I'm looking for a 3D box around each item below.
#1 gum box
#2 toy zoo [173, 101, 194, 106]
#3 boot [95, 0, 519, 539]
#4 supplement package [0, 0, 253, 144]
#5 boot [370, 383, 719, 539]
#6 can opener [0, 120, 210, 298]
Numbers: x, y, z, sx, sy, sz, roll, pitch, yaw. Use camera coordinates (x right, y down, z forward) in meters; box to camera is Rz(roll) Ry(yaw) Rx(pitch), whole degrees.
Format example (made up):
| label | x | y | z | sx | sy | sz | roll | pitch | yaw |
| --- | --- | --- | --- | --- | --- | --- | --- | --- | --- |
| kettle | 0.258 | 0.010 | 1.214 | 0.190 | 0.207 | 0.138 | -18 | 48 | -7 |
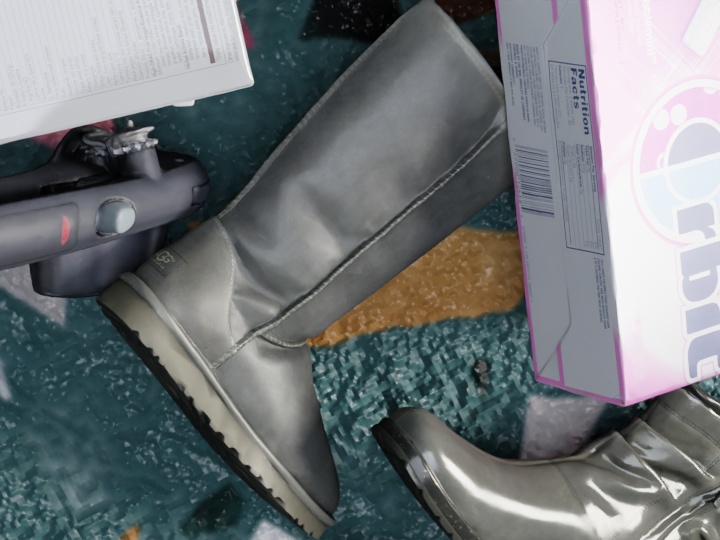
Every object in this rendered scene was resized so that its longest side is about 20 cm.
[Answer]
| label | x | y | z | sx | sy | sz | roll | pitch | yaw |
| --- | --- | --- | --- | --- | --- | --- | --- | --- | --- |
| gum box | 0.128 | -0.055 | 1.290 | 0.113 | 0.066 | 0.200 | -16 | 108 | -32 |
| toy zoo | -0.138 | -0.131 | 1.214 | 0.200 | 0.020 | 0.131 | -2 | 106 | -7 |
| boot | 0.002 | 0.001 | 1.320 | 0.200 | 0.073 | 0.182 | -43 | 129 | -11 |
| supplement package | -0.154 | -0.112 | 1.149 | 0.200 | 0.110 | 0.114 | -13 | 107 | -4 |
| boot | 0.104 | 0.089 | 1.343 | 0.131 | 0.068 | 0.200 | -45 | 123 | 3 |
| can opener | -0.139 | -0.020 | 1.245 | 0.063 | 0.200 | 0.079 | 5 | 100 | 35 |
